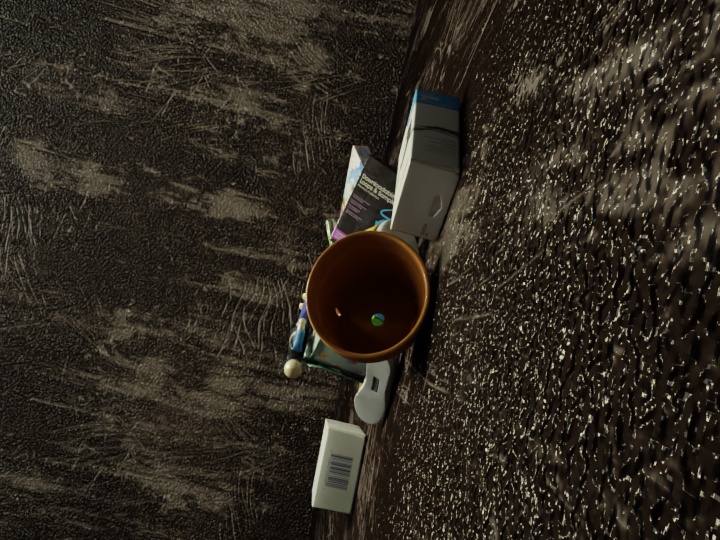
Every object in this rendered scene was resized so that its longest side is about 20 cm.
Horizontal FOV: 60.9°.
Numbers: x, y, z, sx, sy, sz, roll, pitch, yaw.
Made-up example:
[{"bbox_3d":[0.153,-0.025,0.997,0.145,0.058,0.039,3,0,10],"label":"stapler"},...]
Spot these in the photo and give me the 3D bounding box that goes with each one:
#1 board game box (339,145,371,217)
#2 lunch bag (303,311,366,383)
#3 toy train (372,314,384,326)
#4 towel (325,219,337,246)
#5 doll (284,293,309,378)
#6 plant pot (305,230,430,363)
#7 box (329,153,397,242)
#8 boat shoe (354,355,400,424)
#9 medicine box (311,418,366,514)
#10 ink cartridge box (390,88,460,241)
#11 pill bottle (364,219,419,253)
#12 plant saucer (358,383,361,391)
[{"bbox_3d":[0.004,-0.152,1.435,0.202,0.042,0.204,-111,28,-49],"label":"board game box"},{"bbox_3d":[-0.029,0.171,1.349,0.202,0.166,0.125,121,164,-47],"label":"lunch bag"},{"bbox_3d":[0.064,0.035,1.269,0.117,0.083,0.203,-55,11,41],"label":"toy train"},{"bbox_3d":[-0.039,-0.006,1.426,0.153,0.023,0.207,39,-141,-79],"label":"towel"},{"bbox_3d":[-0.136,0.147,1.367,0.138,0.047,0.204,113,171,-50],"label":"doll"},{"bbox_3d":[0.020,0.058,0.992,0.141,0.193,0.206,66,-147,-66],"label":"plant pot"},{"bbox_3d":[0.035,-0.112,1.259,0.204,0.141,0.036,-63,-15,20],"label":"box"},{"bbox_3d":[0.038,0.213,1.184,0.070,0.070,0.205,-41,-31,-45],"label":"boat shoe"},{"bbox_3d":[-0.057,0.484,1.536,0.200,0.099,0.189,116,165,-81],"label":"medicine box"},{"bbox_3d":[0.108,-0.177,1.016,0.147,0.081,0.204,105,176,-46],"label":"ink cartridge box"},{"bbox_3d":[0.010,-0.015,1.196,0.197,0.113,0.117,-21,48,43],"label":"pill bottle"},{"bbox_3d":[0.023,0.258,1.510,0.200,0.034,0.207,-168,89,-88],"label":"plant saucer"}]
